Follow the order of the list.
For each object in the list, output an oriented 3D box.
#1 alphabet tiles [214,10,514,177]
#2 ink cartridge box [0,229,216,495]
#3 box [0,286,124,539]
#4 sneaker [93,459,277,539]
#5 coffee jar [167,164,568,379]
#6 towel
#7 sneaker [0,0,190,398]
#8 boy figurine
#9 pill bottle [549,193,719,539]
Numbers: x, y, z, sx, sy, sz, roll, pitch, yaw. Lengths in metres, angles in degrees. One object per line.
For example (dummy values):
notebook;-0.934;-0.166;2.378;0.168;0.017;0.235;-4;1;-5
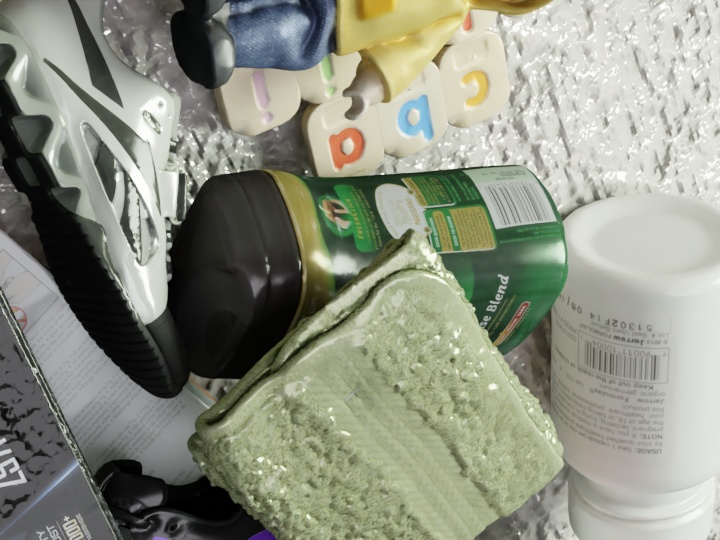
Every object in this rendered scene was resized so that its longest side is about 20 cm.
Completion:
alphabet tiles;0.011;-0.147;0.831;0.199;0.015;0.197;-26;125;-19
ink cartridge box;-0.183;0.076;0.826;0.162;0.050;0.200;-47;117;-2
box;-0.179;0.043;0.696;0.086;0.164;0.201;-26;114;-11
sneaker;-0.126;0.143;0.810;0.199;0.069;0.101;-20;117;-27
coffee jar;0.000;0.000;0.845;0.198;0.086;0.105;-3;146;-30
towel;0.014;0.085;0.809;0.148;0.036;0.200;-42;135;-5
sneaker;-0.107;-0.039;0.767;0.088;0.074;0.202;-32;113;-29
boy figurine;0.009;-0.131;0.780;0.198;0.064;0.126;-11;117;-23
pill bottle;0.168;0.067;0.987;0.113;0.114;0.202;-17;122;-24
